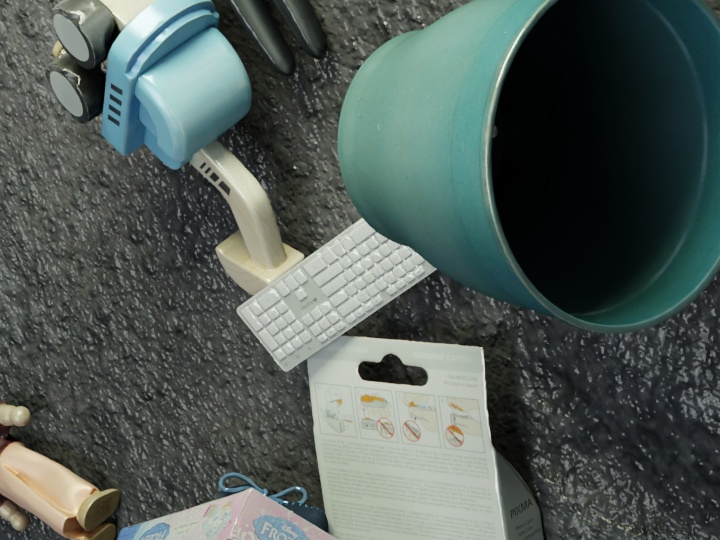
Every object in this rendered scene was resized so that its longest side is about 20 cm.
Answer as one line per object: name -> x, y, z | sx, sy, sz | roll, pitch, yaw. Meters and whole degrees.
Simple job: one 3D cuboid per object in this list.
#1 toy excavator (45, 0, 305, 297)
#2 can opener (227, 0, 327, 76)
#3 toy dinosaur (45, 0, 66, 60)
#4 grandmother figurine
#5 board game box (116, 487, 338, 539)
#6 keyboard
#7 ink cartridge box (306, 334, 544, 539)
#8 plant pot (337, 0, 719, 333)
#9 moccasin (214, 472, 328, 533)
toy excavator -> -0.112, -0.092, 1.482 | 0.200, 0.100, 0.195 | 45, 153, 16
can opener -> -0.086, -0.218, 1.437 | 0.063, 0.079, 0.200 | -16, 109, 35
toy dinosaur -> -0.203, -0.239, 1.530 | 0.088, 0.047, 0.200 | 26, 131, 12
grandmother figurine -> -0.287, 0.159, 1.786 | 0.200, 0.061, 0.122 | 26, 116, 25
board game box -> -0.051, 0.229, 1.529 | 0.200, 0.043, 0.199 | 33, 151, -20
keyboard -> 0.000, 0.000, 1.467 | 0.200, 0.011, 0.056 | -35, 102, 32
ink cartridge box -> 0.044, 0.138, 1.512 | 0.160, 0.047, 0.201 | 3, 106, 40
plant pot -> 0.093, -0.072, 1.277 | 0.188, 0.200, 0.201 | 8, 116, 54
moccasin -> -0.091, 0.185, 1.608 | 0.080, 0.068, 0.200 | 28, 152, -29
